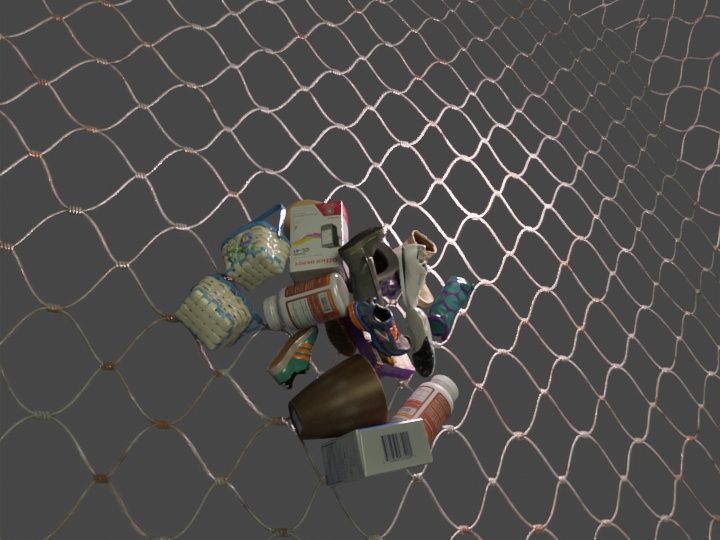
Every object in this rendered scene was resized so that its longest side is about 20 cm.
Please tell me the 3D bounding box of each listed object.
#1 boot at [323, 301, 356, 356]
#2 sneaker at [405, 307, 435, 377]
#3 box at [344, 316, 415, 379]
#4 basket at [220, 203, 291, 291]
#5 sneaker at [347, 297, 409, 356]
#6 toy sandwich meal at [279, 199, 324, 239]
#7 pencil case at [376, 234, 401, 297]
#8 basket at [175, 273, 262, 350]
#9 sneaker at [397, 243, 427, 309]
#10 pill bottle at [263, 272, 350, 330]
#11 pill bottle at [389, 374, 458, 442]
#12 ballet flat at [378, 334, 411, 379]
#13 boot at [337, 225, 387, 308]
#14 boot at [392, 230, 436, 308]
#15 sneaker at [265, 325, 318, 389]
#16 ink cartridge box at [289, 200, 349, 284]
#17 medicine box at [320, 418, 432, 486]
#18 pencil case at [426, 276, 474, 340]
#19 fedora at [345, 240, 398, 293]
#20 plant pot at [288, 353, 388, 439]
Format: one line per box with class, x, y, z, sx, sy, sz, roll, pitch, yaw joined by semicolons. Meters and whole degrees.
boot;-0.047;0.131;1.645;0.107;0.075;0.201;-16;70;-41
sneaker;0.176;0.202;1.735;0.072;0.071;0.201;21;55;-58
box;0.045;0.183;1.577;0.136;0.039;0.201;18;32;-40
basket;-0.262;-0.066;1.555;0.139;0.176;0.201;44;27;-35
sneaker;0.057;0.140;1.497;0.200;0.078;0.076;42;34;-26
toy sandwich meal;-0.135;-0.110;1.744;0.204;0.070;0.206;8;56;-12
pencil case;0.062;-0.021;1.792;0.085;0.083;0.201;33;40;-62
basket;-0.334;0.091;1.463;0.176;0.139;0.200;44;23;5
sneaker;0.152;0.021;1.735;0.080;0.201;0.077;-5;28;6
pill bottle;-0.134;0.084;1.531;0.112;0.199;0.113;-16;90;-77
pill bottle;0.171;0.367;1.600;0.112;0.112;0.200;47;50;3
ballet flat;0.073;0.232;1.652;0.072;0.072;0.200;49;51;5
boot;0.029;0.006;1.563;0.181;0.072;0.201;-35;110;-35
boot;0.175;-0.003;1.793;0.073;0.155;0.201;-24;75;-45
sneaker;-0.156;0.215;1.538;0.080;0.071;0.200;56;43;-15
ink cartridge box;-0.108;-0.071;1.607;0.146;0.086;0.201;-7;60;7
medicine box;0.033;0.424;1.427;0.181;0.200;0.104;-2;69;-31
pencil case;0.263;0.108;1.825;0.093;0.085;0.200;56;48;-20
fedora;0.000;0.000;1.688;0.199;0.091;0.177;-14;47;-27
plant pot;-0.064;0.322;1.467;0.199;0.187;0.188;-19;72;-22
